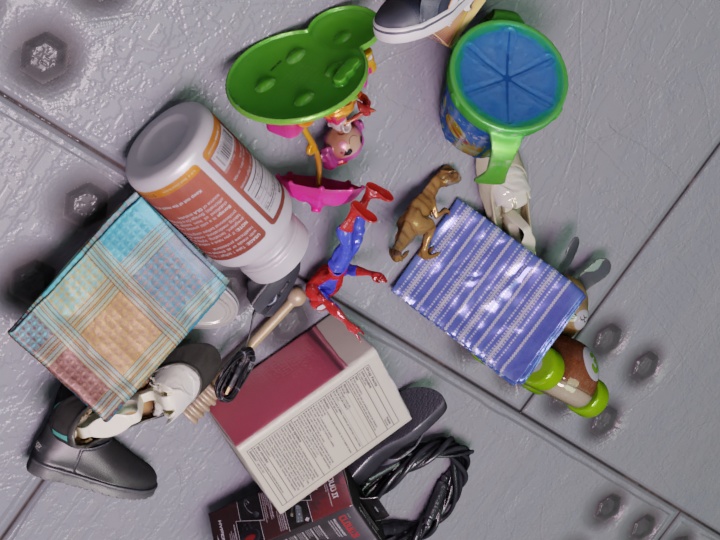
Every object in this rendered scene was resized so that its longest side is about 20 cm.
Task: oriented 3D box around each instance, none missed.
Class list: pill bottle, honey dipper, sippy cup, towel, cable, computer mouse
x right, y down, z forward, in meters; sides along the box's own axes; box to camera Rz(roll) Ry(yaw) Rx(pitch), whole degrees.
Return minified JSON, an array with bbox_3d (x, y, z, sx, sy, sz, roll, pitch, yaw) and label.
[{"bbox_3d":[-0.145,-0.075,1.374,0.112,0.112,0.200,-46,128,-2],"label":"pill bottle"},{"bbox_3d":[-0.136,0.096,1.516,0.200,0.038,0.038,-46,128,-4],"label":"honey dipper"},{"bbox_3d":[0.149,-0.193,1.461,0.140,0.130,0.178,39,69,3],"label":"sippy cup"},{"bbox_3d":[-0.245,0.037,1.342,0.147,0.022,0.200,46,71,-20],"label":"towel"},{"bbox_3d":[0.155,0.028,1.577,0.200,0.024,0.145,37,93,6],"label":"towel"},{"bbox_3d":[0.073,0.301,1.735,0.200,0.051,0.163,-29,125,-16],"label":"cable"},{"bbox_3d":[-0.114,0.058,1.476,0.059,0.034,0.200,24,85,-57],"label":"computer mouse"}]

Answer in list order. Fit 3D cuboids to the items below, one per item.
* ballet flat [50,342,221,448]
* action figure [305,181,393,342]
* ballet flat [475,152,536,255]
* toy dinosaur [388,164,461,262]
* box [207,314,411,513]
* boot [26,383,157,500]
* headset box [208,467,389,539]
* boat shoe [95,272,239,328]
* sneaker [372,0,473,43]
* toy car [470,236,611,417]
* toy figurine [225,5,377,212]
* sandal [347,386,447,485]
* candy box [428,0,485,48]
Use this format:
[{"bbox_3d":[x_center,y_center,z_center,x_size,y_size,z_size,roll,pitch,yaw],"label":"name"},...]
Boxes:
[{"bbox_3d":[-0.232,0.142,1.390,0.200,0.068,0.068,-25,118,-18],"label":"ballet flat"},{"bbox_3d":[0.000,0.000,1.478,0.065,0.099,0.200,-50,176,-42],"label":"action figure"},{"bbox_3d":[0.187,-0.076,1.597,0.069,0.069,0.200,-24,124,-18],"label":"ballet flat"},{"bbox_3d":[0.058,-0.049,1.518,0.106,0.060,0.200,90,23,-43],"label":"toy dinosaur"},{"bbox_3d":[-0.062,0.168,1.550,0.200,0.109,0.128,-35,127,-11],"label":"box"},{"bbox_3d":[-0.265,0.150,1.458,0.165,0.066,0.200,19,99,-39],"label":"boot"},{"bbox_3d":[-0.064,0.324,1.600,0.200,0.075,0.149,-23,137,4],"label":"headset box"},{"bbox_3d":[-0.215,0.032,1.411,0.200,0.070,0.071,22,111,-35],"label":"boat shoe"},{"bbox_3d":[0.087,-0.310,1.341,0.200,0.078,0.080,-36,133,-24],"label":"sneaker"},{"bbox_3d":[0.263,0.063,1.672,0.164,0.158,0.200,31,85,-49],"label":"toy car"},{"bbox_3d":[-0.039,-0.158,1.409,0.200,0.150,0.184,-50,147,-30],"label":"toy figurine"},{"bbox_3d":[0.029,0.221,1.658,0.200,0.076,0.043,-40,127,6],"label":"sandal"},{"bbox_3d":[0.058,-0.343,1.390,0.200,0.055,0.116,33,95,-38],"label":"candy box"}]
